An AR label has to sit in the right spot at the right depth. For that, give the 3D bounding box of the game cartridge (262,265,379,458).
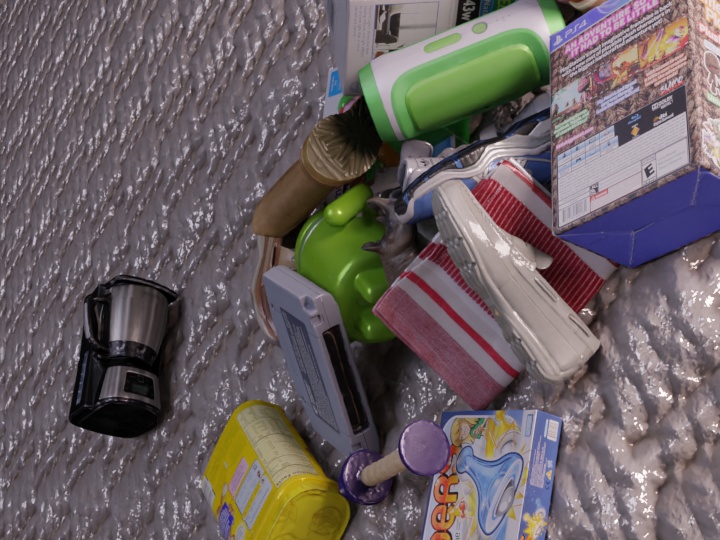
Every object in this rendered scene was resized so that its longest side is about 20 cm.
[{"bbox_3d":[-0.044,0.096,1.312,0.133,0.041,0.203,35,146,60],"label":"game cartridge"}]

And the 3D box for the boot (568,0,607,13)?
[{"bbox_3d":[0.173,-0.332,1.155,0.075,0.106,0.202,-49,36,33],"label":"boot"}]

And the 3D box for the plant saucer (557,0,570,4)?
[{"bbox_3d":[0.246,-0.348,1.196,0.200,0.050,0.203,-32,49,45],"label":"plant saucer"}]

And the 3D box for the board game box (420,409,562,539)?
[{"bbox_3d":[0.109,0.227,1.109,0.135,0.034,0.203,-11,64,55],"label":"board game box"}]

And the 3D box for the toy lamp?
[{"bbox_3d":[0.026,0.191,1.208,0.200,0.057,0.059,139,140,-61],"label":"toy lamp"}]

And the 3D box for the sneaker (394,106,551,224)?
[{"bbox_3d":[0.125,-0.083,1.139,0.198,0.078,0.076,-24,9,8],"label":"sneaker"}]

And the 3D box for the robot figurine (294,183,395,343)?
[{"bbox_3d":[0.000,0.000,1.325,0.200,0.114,0.178,-132,35,-55],"label":"robot figurine"}]

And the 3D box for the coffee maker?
[{"bbox_3d":[-0.348,0.137,1.807,0.193,0.132,0.203,118,158,-61],"label":"coffee maker"}]

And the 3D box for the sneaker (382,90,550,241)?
[{"bbox_3d":[0.108,-0.105,1.209,0.201,0.114,0.076,-54,24,25],"label":"sneaker"}]

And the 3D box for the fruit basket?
[{"bbox_3d":[0.026,-0.175,1.378,0.198,0.093,0.188,-10,64,33],"label":"fruit basket"}]

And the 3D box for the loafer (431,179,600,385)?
[{"bbox_3d":[0.133,0.003,1.074,0.069,0.201,0.070,-34,4,-11],"label":"loafer"}]

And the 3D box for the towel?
[{"bbox_3d":[0.119,0.016,1.121,0.200,0.144,0.023,-49,-3,24],"label":"towel"}]

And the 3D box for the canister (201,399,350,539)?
[{"bbox_3d":[-0.101,0.252,1.376,0.150,0.086,0.200,-63,31,13],"label":"canister"}]

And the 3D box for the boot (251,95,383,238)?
[{"bbox_3d":[-0.054,-0.090,1.302,0.200,0.066,0.175,-40,1,41],"label":"boot"}]

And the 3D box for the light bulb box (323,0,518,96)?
[{"bbox_3d":[0.067,-0.295,1.278,0.126,0.197,0.200,95,168,-49],"label":"light bulb box"}]

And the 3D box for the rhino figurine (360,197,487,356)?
[{"bbox_3d":[0.070,0.008,1.186,0.200,0.060,0.087,49,118,7],"label":"rhino figurine"}]

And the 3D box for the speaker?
[{"bbox_3d":[0.101,-0.192,1.185,0.197,0.089,0.089,-20,48,8],"label":"speaker"}]

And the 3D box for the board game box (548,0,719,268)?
[{"bbox_3d":[0.246,-0.130,1.032,0.159,0.096,0.203,-27,51,48],"label":"board game box"}]

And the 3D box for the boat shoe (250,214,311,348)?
[{"bbox_3d":[-0.086,0.002,1.503,0.072,0.075,0.202,-37,46,38],"label":"boat shoe"}]
